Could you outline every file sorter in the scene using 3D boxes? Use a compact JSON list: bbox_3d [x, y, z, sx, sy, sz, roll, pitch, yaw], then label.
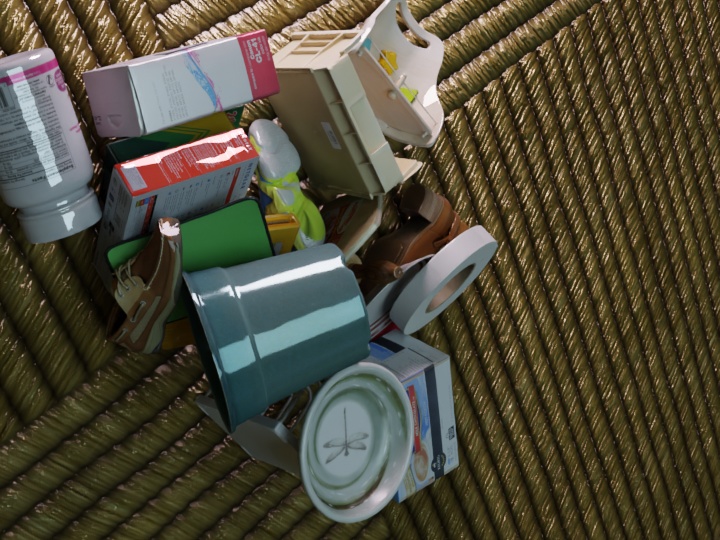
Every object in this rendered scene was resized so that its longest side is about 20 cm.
[{"bbox_3d":[-0.102,0.189,1.375,0.139,0.198,0.125,50,63,-32],"label":"file sorter"}]

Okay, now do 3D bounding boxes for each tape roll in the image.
[{"bbox_3d":[0.127,0.015,1.522,0.202,0.204,0.037,-37,74,-29],"label":"tape roll"}]

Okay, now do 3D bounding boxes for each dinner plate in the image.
[{"bbox_3d":[0.038,0.044,1.478,0.199,0.201,0.024,-36,74,-29],"label":"dinner plate"}]

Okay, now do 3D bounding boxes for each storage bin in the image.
[{"bbox_3d":[-0.031,-0.214,1.366,0.093,0.197,0.202,-38,118,-22],"label":"storage bin"}]

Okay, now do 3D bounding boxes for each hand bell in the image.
[{"bbox_3d":[0.000,0.000,1.415,0.102,0.199,0.107,0,91,-33],"label":"hand bell"}]

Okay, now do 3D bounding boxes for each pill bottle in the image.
[{"bbox_3d":[-0.375,-0.143,1.153,0.112,0.112,0.204,-28,114,-32],"label":"pill bottle"}]

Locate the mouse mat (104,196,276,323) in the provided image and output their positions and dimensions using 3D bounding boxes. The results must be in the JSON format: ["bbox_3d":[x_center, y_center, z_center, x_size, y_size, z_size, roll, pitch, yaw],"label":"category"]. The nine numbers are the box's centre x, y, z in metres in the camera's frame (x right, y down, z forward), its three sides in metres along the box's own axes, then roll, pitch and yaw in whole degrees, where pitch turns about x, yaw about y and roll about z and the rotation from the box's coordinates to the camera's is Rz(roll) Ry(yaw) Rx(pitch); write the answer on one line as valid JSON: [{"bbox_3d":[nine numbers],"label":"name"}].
[{"bbox_3d":[-0.202,-0.005,1.236,0.196,0.008,0.163,-19,138,-7],"label":"mouse mat"}]

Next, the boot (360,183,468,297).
[{"bbox_3d":[0.090,-0.023,1.583,0.155,0.076,0.203,34,78,-48],"label":"boot"}]

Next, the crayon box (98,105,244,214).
[{"bbox_3d":[-0.230,-0.129,1.266,0.198,0.128,0.051,-25,68,-33],"label":"crayon box"}]

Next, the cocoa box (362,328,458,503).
[{"bbox_3d":[0.056,0.221,1.531,0.130,0.132,0.204,-24,119,-33],"label":"cocoa box"}]

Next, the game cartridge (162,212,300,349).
[{"bbox_3d":[-0.181,0.017,1.321,0.174,0.033,0.202,-10,136,-37],"label":"game cartridge"}]

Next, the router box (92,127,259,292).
[{"bbox_3d":[-0.231,-0.073,1.241,0.177,0.201,0.049,-23,67,-35],"label":"router box"}]

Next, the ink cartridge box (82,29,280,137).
[{"bbox_3d":[-0.222,-0.232,1.241,0.198,0.146,0.087,-22,108,-34],"label":"ink cartridge box"}]

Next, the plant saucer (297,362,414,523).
[{"bbox_3d":[-0.014,0.218,1.290,0.197,0.050,0.205,-4,95,-43],"label":"plant saucer"}]

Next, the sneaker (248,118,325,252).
[{"bbox_3d":[-0.125,-0.103,1.392,0.075,0.105,0.203,-10,73,-45],"label":"sneaker"}]

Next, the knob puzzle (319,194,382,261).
[{"bbox_3d":[-0.029,-0.039,1.376,0.030,0.218,0.221,42,71,-21],"label":"knob puzzle"}]

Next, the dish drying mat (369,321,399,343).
[{"bbox_3d":[-0.020,0.099,1.538,0.197,0.018,0.079,10,91,-39],"label":"dish drying mat"}]

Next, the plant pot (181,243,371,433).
[{"bbox_3d":[-0.100,0.066,1.216,0.193,0.200,0.204,-19,110,-15],"label":"plant pot"}]

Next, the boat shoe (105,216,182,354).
[{"bbox_3d":[-0.257,0.025,1.179,0.072,0.076,0.202,6,131,-22],"label":"boat shoe"}]

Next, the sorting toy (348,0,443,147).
[{"bbox_3d":[0.055,-0.315,1.489,0.200,0.106,0.182,45,62,-33],"label":"sorting toy"}]
